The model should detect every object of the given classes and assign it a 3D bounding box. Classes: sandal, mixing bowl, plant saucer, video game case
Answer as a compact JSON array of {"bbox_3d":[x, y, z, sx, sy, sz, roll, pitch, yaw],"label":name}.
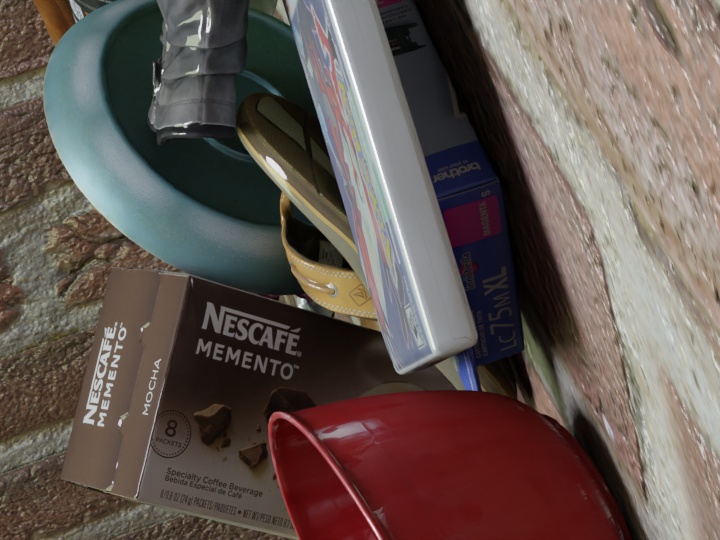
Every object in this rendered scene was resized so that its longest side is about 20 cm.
[{"bbox_3d":[0.000,0.000,1.228,0.200,0.054,0.080,50,-161,-7],"label":"sandal"},{"bbox_3d":[0.053,0.129,1.078,0.201,0.108,0.200,59,167,23],"label":"mixing bowl"},{"bbox_3d":[-0.066,-0.075,1.296,0.027,0.199,0.201,-56,45,42],"label":"plant saucer"},{"bbox_3d":[0.003,-0.056,1.093,0.182,0.023,0.201,129,124,-84],"label":"video game case"}]

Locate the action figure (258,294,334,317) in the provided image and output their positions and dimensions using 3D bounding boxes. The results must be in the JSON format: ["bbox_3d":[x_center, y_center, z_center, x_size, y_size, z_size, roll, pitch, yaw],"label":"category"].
[{"bbox_3d":[-0.033,-0.017,1.452,0.200,0.133,0.150,98,153,-74],"label":"action figure"}]

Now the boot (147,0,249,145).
[{"bbox_3d":[-0.068,-0.123,1.161,0.200,0.069,0.133,-119,33,-87],"label":"boot"}]

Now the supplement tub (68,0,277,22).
[{"bbox_3d":[-0.119,-0.210,1.379,0.201,0.122,0.123,75,174,-52],"label":"supplement tub"}]

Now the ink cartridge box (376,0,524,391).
[{"bbox_3d":[0.033,-0.042,1.153,0.120,0.042,0.201,77,175,-48],"label":"ink cartridge box"}]

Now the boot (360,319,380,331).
[{"bbox_3d":[0.015,0.073,1.622,0.074,0.075,0.201,85,167,-78],"label":"boot"}]

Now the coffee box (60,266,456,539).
[{"bbox_3d":[-0.038,0.077,1.268,0.080,0.199,0.114,6,80,55],"label":"coffee box"}]

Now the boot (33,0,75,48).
[{"bbox_3d":[-0.206,-0.243,1.469,0.189,0.068,0.200,64,-177,24],"label":"boot"}]
